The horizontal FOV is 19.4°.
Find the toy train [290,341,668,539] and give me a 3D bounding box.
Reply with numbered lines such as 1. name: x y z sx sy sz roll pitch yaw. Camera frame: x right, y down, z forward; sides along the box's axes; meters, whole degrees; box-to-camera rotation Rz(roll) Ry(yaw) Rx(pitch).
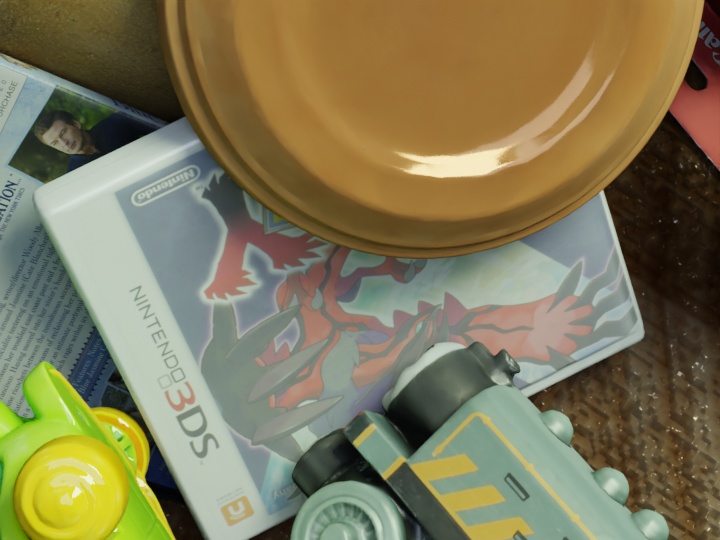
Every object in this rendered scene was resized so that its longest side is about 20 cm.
1. toy train: 0.061 0.119 0.782 0.114 0.085 0.200 -45 65 8

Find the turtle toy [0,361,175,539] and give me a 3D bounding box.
1. turtle toy: -0.116 0.102 0.749 0.101 0.146 0.200 -33 92 -1

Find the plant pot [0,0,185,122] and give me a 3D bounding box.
1. plant pot: -0.027 -0.124 0.824 0.200 0.186 0.187 25 82 -15

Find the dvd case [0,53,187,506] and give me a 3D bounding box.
1. dvd case: -0.102 0.008 0.807 0.200 0.018 0.143 21 103 -30

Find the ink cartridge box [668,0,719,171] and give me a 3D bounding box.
1. ink cartridge box: 0.192 -0.140 0.884 0.176 0.084 0.200 -41 89 -7

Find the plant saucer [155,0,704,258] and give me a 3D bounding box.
1. plant saucer: 0.030 -0.098 0.730 0.200 0.037 0.201 -4 108 -13

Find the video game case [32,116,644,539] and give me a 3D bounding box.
1. video game case: 0.000 0.000 0.807 0.200 0.023 0.182 -27 127 -6
